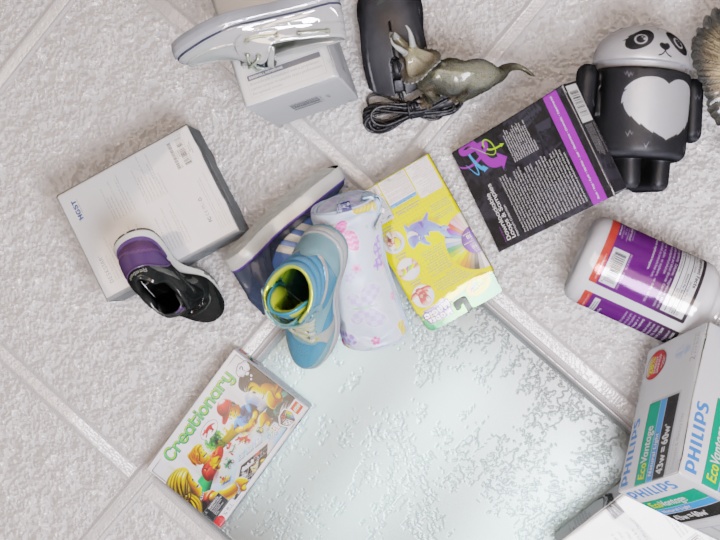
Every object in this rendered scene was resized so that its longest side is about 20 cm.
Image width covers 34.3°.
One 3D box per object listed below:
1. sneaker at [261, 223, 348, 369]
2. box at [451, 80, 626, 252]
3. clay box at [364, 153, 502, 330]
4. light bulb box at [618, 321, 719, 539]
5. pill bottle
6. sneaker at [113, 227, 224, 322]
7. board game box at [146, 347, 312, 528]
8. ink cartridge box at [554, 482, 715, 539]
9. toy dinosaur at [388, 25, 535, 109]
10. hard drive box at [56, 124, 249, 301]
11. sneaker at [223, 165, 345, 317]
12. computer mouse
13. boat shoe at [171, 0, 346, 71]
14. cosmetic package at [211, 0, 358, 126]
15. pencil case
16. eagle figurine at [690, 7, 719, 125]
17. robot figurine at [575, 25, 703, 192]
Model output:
[{"bbox_3d":[-0.077,0.054,1.394,0.079,0.131,0.201,16,122,17],"label":"sneaker"},{"bbox_3d":[0.214,-0.123,1.430,0.200,0.036,0.144,-28,86,46],"label":"box"},{"bbox_3d":[0.088,-0.034,1.496,0.114,0.048,0.201,-29,88,6],"label":"clay box"},{"bbox_3d":[0.432,0.199,1.357,0.199,0.125,0.199,26,62,-11],"label":"light bulb box"},{"bbox_3d":[0.359,0.021,1.432,0.199,0.112,0.113,25,93,5],"label":"pill bottle"},{"bbox_3d":[-0.235,0.034,1.460,0.075,0.200,0.088,-33,52,12],"label":"sneaker"},{"bbox_3d":[-0.172,0.219,1.534,0.126,0.035,0.201,36,94,6],"label":"board game box"},{"bbox_3d":[0.361,0.332,1.448,0.200,0.083,0.147,-38,86,5],"label":"ink cartridge box"},{"bbox_3d":[0.121,-0.236,1.433,0.199,0.102,0.078,11,90,-8],"label":"toy dinosaur"},{"bbox_3d":[-0.269,-0.073,1.524,0.199,0.077,0.157,-27,87,6],"label":"hard drive box"},{"bbox_3d":[-0.065,-0.022,1.511,0.200,0.081,0.147,-43,108,-12],"label":"sneaker"},{"bbox_3d":[0.050,-0.287,1.497,0.138,0.053,0.201,-13,89,7],"label":"computer mouse"},{"bbox_3d":[-0.112,-0.257,1.304,0.199,0.074,0.067,-19,86,6],"label":"boat shoe"},{"bbox_3d":[-0.099,-0.300,1.440,0.122,0.199,0.201,-17,88,7],"label":"cosmetic package"},{"bbox_3d":[0.000,0.000,1.462,0.090,0.083,0.201,-15,109,-6],"label":"pencil case"},{"bbox_3d":[0.490,-0.216,1.399,0.151,0.151,0.201,-19,117,-6],"label":"eagle figurine"},{"bbox_3d":[0.340,-0.197,1.426,0.124,0.150,0.202,4,91,30],"label":"robot figurine"}]
